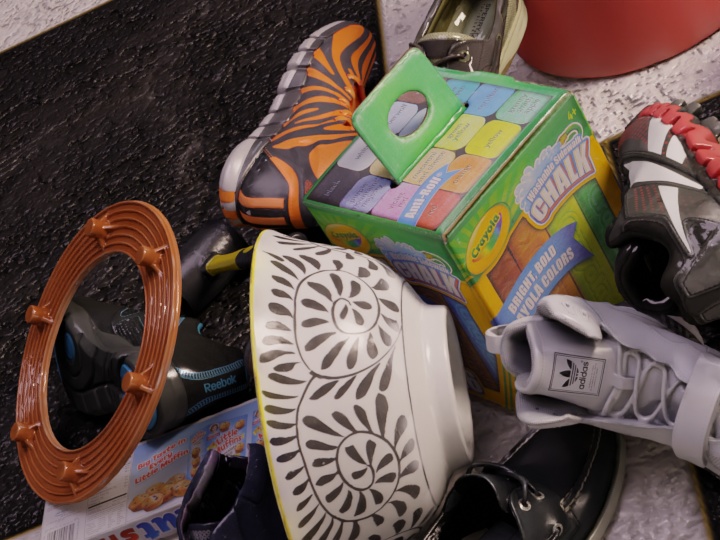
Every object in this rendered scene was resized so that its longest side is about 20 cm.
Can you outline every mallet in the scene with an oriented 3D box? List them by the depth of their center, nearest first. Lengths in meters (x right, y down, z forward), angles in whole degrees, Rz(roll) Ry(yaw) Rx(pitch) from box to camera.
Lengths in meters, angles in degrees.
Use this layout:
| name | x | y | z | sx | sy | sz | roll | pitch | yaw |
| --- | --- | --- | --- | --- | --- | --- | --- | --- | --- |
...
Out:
| name | x | y | z | sx | sy | sz | roll | pitch | yaw |
| --- | --- | --- | --- | --- | --- | --- | --- | --- | --- |
| mallet | -0.073 | -0.015 | 1.241 | 0.066 | 0.041 | 0.200 | -51 | 16 | -26 |

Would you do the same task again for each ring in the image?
| name | x | y | z | sx | sy | sz | roll | pitch | yaw |
| --- | --- | --- | --- | --- | --- | --- | --- | --- | --- |
| ring | -0.175 | 0.050 | 1.197 | 0.200 | 0.019 | 0.201 | -30 | 52 | 46 |

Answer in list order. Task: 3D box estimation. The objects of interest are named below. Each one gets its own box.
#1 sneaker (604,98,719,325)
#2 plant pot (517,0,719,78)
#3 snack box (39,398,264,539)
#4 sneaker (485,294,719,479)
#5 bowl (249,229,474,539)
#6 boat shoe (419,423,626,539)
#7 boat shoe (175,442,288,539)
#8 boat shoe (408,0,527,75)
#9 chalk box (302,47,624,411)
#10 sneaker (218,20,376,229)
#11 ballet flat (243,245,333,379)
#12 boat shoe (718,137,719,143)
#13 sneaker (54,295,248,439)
| name | x | y | z | sx | sy | sz | roll | pitch | yaw |
| --- | --- | --- | --- | --- | --- | --- | --- | --- | --- |
| sneaker | 0.165 | -0.029 | 0.985 | 0.098 | 0.071 | 0.200 | -36 | 25 | 3 |
| plant pot | 0.161 | -0.260 | 1.288 | 0.200 | 0.177 | 0.201 | -21 | 38 | 17 |
| snack box | -0.109 | 0.128 | 1.170 | 0.200 | 0.024 | 0.072 | -22 | 35 | 16 |
| sneaker | 0.151 | 0.066 | 0.960 | 0.200 | 0.115 | 0.075 | 33 | 114 | 56 |
| bowl | 0.009 | 0.068 | 1.023 | 0.094 | 0.201 | 0.201 | -10 | 40 | 7 |
| boat shoe | 0.069 | 0.137 | 0.989 | 0.074 | 0.066 | 0.199 | 17 | 59 | 48 |
| boat shoe | -0.076 | 0.187 | 1.018 | 0.075 | 0.093 | 0.200 | -13 | 40 | 25 |
| boat shoe | 0.057 | -0.129 | 1.213 | 0.072 | 0.066 | 0.201 | 1 | 49 | 26 |
| chalk box | 0.065 | -0.033 | 1.075 | 0.124 | 0.200 | 0.124 | 18 | 59 | 47 |
| sneaker | -0.008 | -0.097 | 1.328 | 0.112 | 0.078 | 0.200 | 8 | 52 | 29 |
| ballet flat | 0.000 | 0.000 | 1.200 | 0.200 | 0.073 | 0.073 | -35 | 35 | -13 |
| boat shoe | 0.230 | -0.060 | 1.091 | 0.200 | 0.076 | 0.074 | -47 | 35 | -20 |
| sneaker | -0.147 | 0.061 | 1.259 | 0.082 | 0.073 | 0.200 | -16 | 23 | -28 |
